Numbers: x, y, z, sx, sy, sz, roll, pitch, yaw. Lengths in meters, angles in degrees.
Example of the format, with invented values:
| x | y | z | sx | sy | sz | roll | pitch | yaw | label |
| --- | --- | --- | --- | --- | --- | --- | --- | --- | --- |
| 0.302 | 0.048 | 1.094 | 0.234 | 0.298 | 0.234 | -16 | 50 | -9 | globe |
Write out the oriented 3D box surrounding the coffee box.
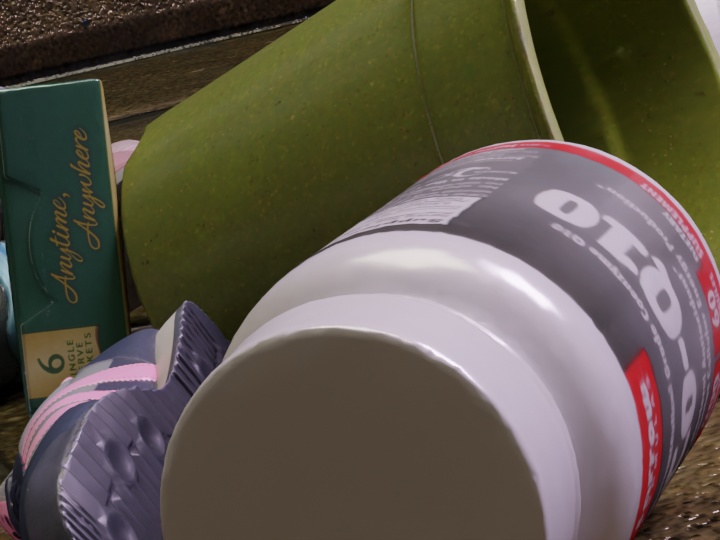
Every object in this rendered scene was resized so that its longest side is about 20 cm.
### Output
| x | y | z | sx | sy | sz | roll | pitch | yaw | label |
| --- | --- | --- | --- | --- | --- | --- | --- | --- | --- |
| -0.115 | -0.008 | 1.049 | 0.044 | 0.124 | 0.200 | -6 | -1 | -5 | coffee box |

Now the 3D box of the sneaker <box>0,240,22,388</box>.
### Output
| x | y | z | sx | sy | sz | roll | pitch | yaw | label |
| --- | --- | --- | --- | --- | --- | --- | --- | --- | --- |
| -0.229 | 0.023 | 1.218 | 0.199 | 0.080 | 0.095 | -2 | 15 | 46 | sneaker |

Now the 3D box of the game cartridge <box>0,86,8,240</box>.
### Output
| x | y | z | sx | sy | sz | roll | pitch | yaw | label |
| --- | --- | --- | --- | --- | --- | --- | --- | --- | --- |
| -0.245 | -0.055 | 1.260 | 0.199 | 0.041 | 0.133 | 14 | -31 | -13 | game cartridge |

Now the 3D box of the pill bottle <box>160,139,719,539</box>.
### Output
| x | y | z | sx | sy | sz | roll | pitch | yaw | label |
| --- | --- | --- | --- | --- | --- | --- | --- | --- | --- |
| 0.027 | 0.037 | 0.707 | 0.113 | 0.115 | 0.200 | -8 | 10 | 19 | pill bottle |

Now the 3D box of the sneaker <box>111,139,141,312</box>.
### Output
| x | y | z | sx | sy | sz | roll | pitch | yaw | label |
| --- | --- | --- | --- | --- | --- | --- | --- | --- | --- |
| -0.080 | -0.034 | 1.231 | 0.199 | 0.076 | 0.105 | -24 | 20 | 32 | sneaker |

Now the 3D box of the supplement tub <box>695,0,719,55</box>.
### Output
| x | y | z | sx | sy | sz | roll | pitch | yaw | label |
| --- | --- | --- | --- | --- | --- | --- | --- | --- | --- |
| 0.243 | -0.098 | 1.179 | 0.198 | 0.133 | 0.132 | -11 | 9 | 6 | supplement tub |

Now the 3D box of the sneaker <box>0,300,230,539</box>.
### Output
| x | y | z | sx | sy | sz | roll | pitch | yaw | label |
| --- | --- | --- | --- | --- | --- | --- | --- | --- | --- |
| -0.082 | 0.073 | 0.832 | 0.082 | 0.070 | 0.200 | -31 | 6 | 13 | sneaker |

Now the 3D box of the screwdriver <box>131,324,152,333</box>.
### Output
| x | y | z | sx | sy | sz | roll | pitch | yaw | label |
| --- | --- | --- | --- | --- | --- | --- | --- | --- | --- |
| -0.091 | 0.030 | 1.201 | 0.199 | 0.029 | 0.028 | -15 | 7 | 29 | screwdriver |

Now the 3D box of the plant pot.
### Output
| x | y | z | sx | sy | sz | roll | pitch | yaw | label |
| --- | --- | --- | --- | --- | --- | --- | --- | --- | --- |
| 0.022 | -0.030 | 0.964 | 0.189 | 0.201 | 0.200 | -20 | 5 | 26 | plant pot |
